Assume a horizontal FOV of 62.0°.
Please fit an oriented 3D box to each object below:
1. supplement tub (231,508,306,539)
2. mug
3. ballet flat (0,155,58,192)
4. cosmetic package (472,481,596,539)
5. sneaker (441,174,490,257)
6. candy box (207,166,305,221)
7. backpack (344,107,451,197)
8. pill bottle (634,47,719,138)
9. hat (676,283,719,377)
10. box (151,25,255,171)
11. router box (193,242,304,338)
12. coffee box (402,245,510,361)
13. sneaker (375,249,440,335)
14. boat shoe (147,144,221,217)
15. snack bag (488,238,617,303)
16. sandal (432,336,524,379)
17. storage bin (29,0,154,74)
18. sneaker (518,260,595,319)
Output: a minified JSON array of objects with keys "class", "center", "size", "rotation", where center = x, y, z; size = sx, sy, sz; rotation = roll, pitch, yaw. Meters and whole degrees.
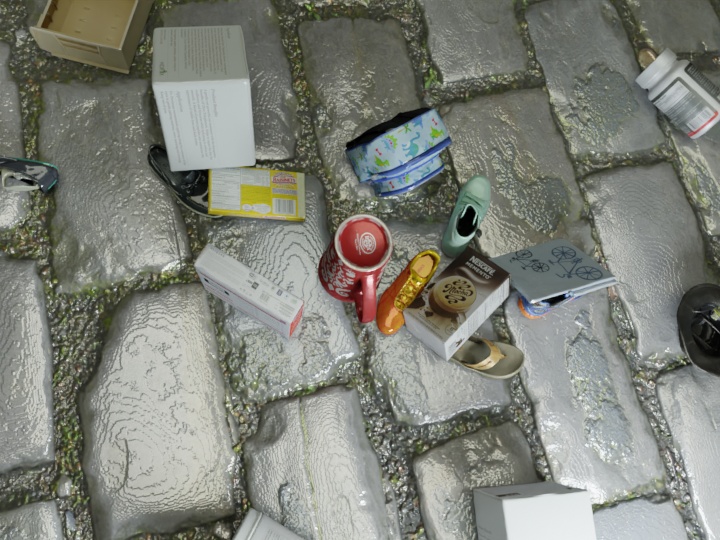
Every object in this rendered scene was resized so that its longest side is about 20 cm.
[{"class":"supplement tub","center":[-0.136,0.514,1.021],"size":[0.199,0.132,0.133],"rotation":[30,73,2]},{"class":"mug","center":[0.007,-0.009,1.146],"size":[0.133,0.200,0.178],"rotation":[-39,83,-16]},{"class":"ballet flat","center":[-0.694,-0.194,1.162],"size":[0.198,0.073,0.074],"rotation":[14,73,-7]},{"class":"cosmetic package","center":[0.313,0.495,1.074],"size":[0.163,0.165,0.202],"rotation":[-2,76,-9]},{"class":"sneaker","center":[0.239,-0.131,1.256],"size":[0.073,0.118,0.202],"rotation":[24,72,0]},{"class":"candy box","center":[-0.210,-0.158,1.222],"size":[0.198,0.026,0.103],"rotation":[3,72,-22]},{"class":"backpack","center":[0.088,-0.242,1.221],"size":[0.182,0.200,0.148],"rotation":[-32,101,-16]},{"class":"pill bottle","center":[0.757,-0.419,1.411],"size":[0.114,0.114,0.200],"rotation":[-43,84,-16]},{"class":"hat","center":[0.730,0.132,1.280],"size":[0.198,0.081,0.203],"rotation":[5,71,-15]},{"class":"box","center":[-0.299,-0.334,1.159],"size":[0.169,0.200,0.201],"rotation":[-6,51,-10]},{"class":"router box","center":[-0.204,0.044,1.112],"size":[0.199,0.180,0.049],"rotation":[31,73,0]},{"class":"coffee box","center":[0.194,0.063,1.196],"size":[0.113,0.080,0.200],"rotation":[36,69,30]},{"class":"sneaker","center":[0.091,0.038,1.211],"size":[0.073,0.077,0.201],"rotation":[31,75,-1]},{"class":"boat shoe","center":[-0.351,-0.186,1.210],"size":[0.199,0.066,0.074],"rotation":[44,72,4]},{"class":"snack bag","center":[0.388,0.001,1.233],"size":[0.198,0.022,0.189],"rotation":[-15,33,-12]},{"class":"sandal","center":[0.238,0.165,1.209],"size":[0.198,0.054,0.081],"rotation":[18,72,-2]},{"class":"storage bin","center":[-0.561,-0.546,1.261],"size":[0.196,0.094,0.202],"rotation":[13,74,-5]},{"class":"sneaker","center":[0.430,0.037,1.259],"size":[0.199,0.078,0.076],"rotation":[-32,82,-15]}]
